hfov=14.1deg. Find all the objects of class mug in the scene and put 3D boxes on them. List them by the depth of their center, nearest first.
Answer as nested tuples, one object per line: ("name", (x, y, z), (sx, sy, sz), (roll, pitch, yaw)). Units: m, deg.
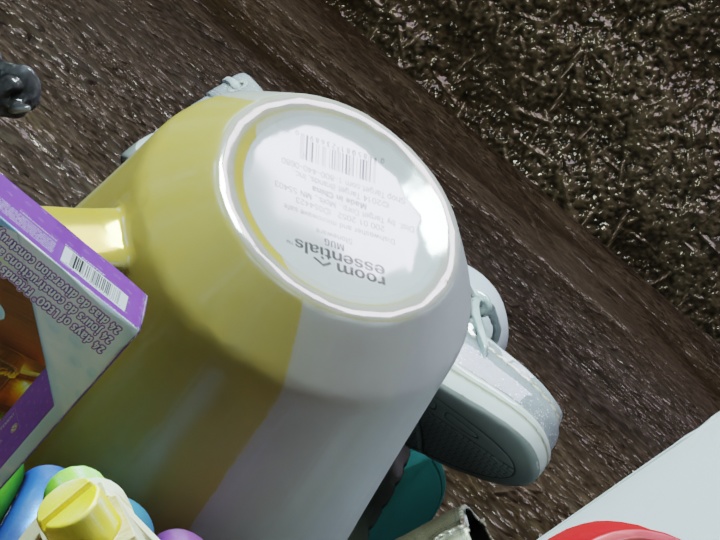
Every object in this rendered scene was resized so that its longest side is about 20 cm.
("mug", (-0.053, 0.029, 0.902), (0.186, 0.153, 0.150), (-29, 75, -45))

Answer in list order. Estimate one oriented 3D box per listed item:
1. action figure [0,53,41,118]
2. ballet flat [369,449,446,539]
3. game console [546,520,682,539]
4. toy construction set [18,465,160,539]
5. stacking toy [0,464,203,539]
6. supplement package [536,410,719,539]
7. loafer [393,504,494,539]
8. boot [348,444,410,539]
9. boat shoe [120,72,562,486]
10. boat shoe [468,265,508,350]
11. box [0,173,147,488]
("action figure", (-0.192, -0.038, 0.960), (0.200, 0.102, 0.119), (-48, 129, -44))
("ballet flat", (-0.017, 0.084, 1.219), (0.064, 0.076, 0.200), (36, 5, 16))
("game console", (0.074, 0.187, 0.782), (0.177, 0.200, 0.031), (42, -18, -13))
("toy construction set", (-0.117, 0.070, 0.694), (0.200, 0.131, 0.092), (39, 9, -17))
("stacking toy", (-0.126, 0.075, 0.840), (0.200, 0.085, 0.085), (33, 11, -9))
("supplement package", (0.171, 0.146, 0.909), (0.200, 0.191, 0.147), (48, 23, -12))
("loafer", (0.083, 0.176, 1.205), (0.200, 0.070, 0.075), (43, 10, 8))
("boot", (-0.060, 0.061, 1.032), (0.138, 0.078, 0.200), (35, 27, -12))
("boat shoe", (0.000, 0.000, 1.035), (0.202, 0.065, 0.075), (37, -18, 31))
("boat shoe", (-0.039, 0.029, 1.204), (0.199, 0.072, 0.071), (0, 11, 27))
("box", (-0.175, -0.002, 0.766), (0.200, 0.137, 0.039), (41, 11, -10))
